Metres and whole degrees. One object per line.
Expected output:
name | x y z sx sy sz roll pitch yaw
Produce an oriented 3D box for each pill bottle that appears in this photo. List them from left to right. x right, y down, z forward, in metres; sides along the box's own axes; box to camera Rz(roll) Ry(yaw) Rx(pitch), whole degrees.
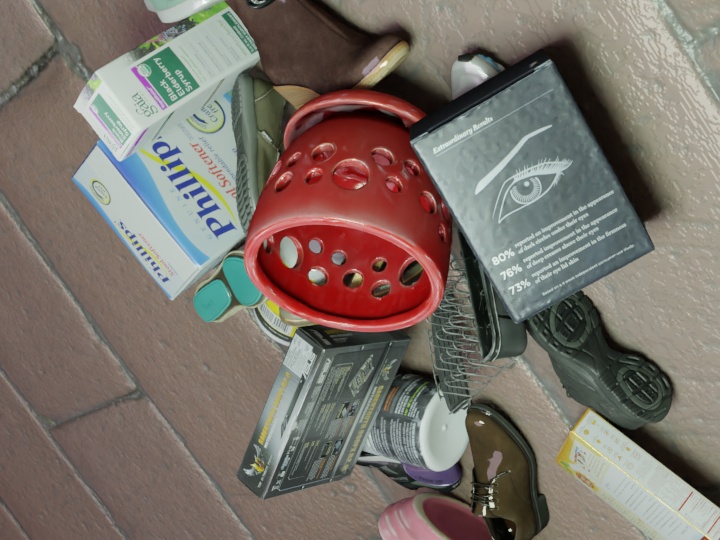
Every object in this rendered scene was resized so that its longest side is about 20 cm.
pill bottle | -0.053 -0.009 1.505 0.114 0.114 0.200 39 141 13
pill bottle | 0.030 0.172 1.583 0.199 0.106 0.107 10 128 40

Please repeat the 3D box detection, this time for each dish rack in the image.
dish rack | 0.110 0.059 1.389 0.200 0.054 0.154 127 142 -53

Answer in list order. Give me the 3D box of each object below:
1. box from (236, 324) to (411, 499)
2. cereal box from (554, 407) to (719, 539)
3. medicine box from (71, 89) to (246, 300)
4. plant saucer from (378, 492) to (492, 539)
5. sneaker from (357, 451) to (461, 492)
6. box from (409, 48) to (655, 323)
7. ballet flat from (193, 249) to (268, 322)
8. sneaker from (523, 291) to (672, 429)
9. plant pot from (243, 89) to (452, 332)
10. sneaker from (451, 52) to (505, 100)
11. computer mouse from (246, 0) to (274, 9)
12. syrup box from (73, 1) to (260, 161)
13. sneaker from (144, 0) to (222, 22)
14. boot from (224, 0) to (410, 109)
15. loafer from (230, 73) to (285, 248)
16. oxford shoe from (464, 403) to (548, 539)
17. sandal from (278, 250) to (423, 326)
box | -0.040 0.153 1.469 0.048 0.158 0.201 36 114 31
cereal box | 0.303 0.237 1.380 0.200 0.040 0.144 38 164 14
medicine box | -0.191 -0.102 1.493 0.182 0.200 0.103 50 143 -1
plant saucer | 0.120 0.335 1.590 0.200 0.200 0.051 32 103 22
sneaker | 0.040 0.246 1.665 0.199 0.076 0.088 5 131 43
box | 0.155 -0.079 1.190 0.148 0.104 0.201 -28 102 10
ballet flat | -0.130 0.010 1.465 0.070 0.069 0.200 55 150 -8
sneaker | 0.226 0.093 1.350 0.200 0.076 0.091 48 153 8
plant pot | 0.000 -0.063 1.291 0.199 0.183 0.201 10 147 7
sneaker | 0.120 -0.111 1.268 0.075 0.087 0.201 8 125 43
computer mouse | -0.132 -0.317 1.304 0.199 0.140 0.046 28 145 26
syrup box | -0.206 -0.210 1.417 0.079 0.200 0.081 51 143 -1
sneaker | -0.205 -0.333 1.380 0.200 0.074 0.119 29 141 59
boot | -0.051 -0.247 1.333 0.167 0.072 0.200 55 146 -11
loafer | -0.100 -0.121 1.430 0.075 0.069 0.201 145 122 -70
oxford shoe | 0.163 0.249 1.534 0.072 0.084 0.201 0 120 47
sandal | 0.000 0.000 1.402 0.080 0.199 0.054 -119 8 -70
